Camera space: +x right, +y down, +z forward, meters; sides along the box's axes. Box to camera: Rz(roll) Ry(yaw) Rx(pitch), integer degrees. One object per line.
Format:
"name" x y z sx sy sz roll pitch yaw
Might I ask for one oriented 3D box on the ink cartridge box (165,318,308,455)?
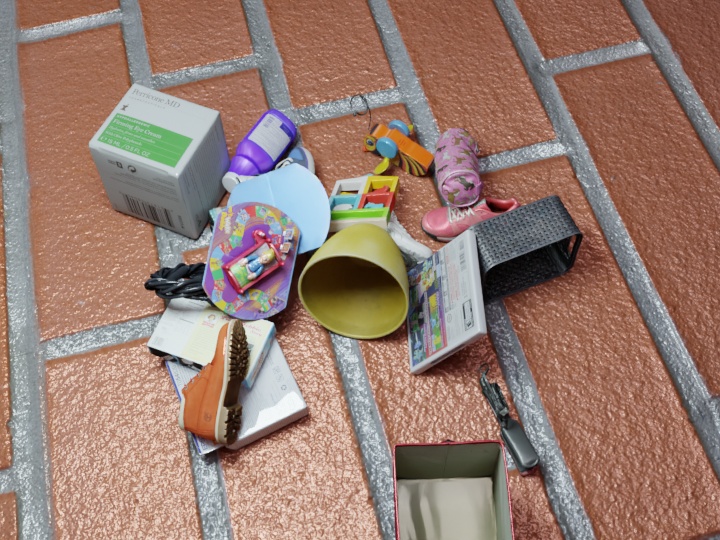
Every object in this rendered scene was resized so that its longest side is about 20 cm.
"ink cartridge box" -0.215 0.203 1.557 0.197 0.041 0.201 -22 60 -10

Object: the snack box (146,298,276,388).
"snack box" -0.258 0.119 1.565 0.197 0.037 0.117 17 61 14

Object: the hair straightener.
"hair straightener" 0.245 0.238 1.500 0.040 0.077 0.202 -16 59 -7

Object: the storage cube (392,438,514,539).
"storage cube" 0.135 0.375 1.361 0.167 0.181 0.203 -2 57 0

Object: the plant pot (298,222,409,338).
"plant pot" 0.000 0.000 1.600 0.196 0.202 0.143 9 44 7

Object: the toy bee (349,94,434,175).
"toy bee" 0.055 -0.262 1.811 0.130 0.109 0.202 -32 87 -26

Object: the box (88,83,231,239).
"box" -0.374 -0.208 1.718 0.196 0.201 0.173 19 58 13

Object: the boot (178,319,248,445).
"boot" -0.246 0.177 1.478 0.105 0.075 0.204 8 85 19

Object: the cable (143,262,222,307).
"cable" -0.292 0.018 1.601 0.197 0.052 0.163 2 19 -32

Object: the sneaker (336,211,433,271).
"sneaker" 0.057 -0.073 1.698 0.197 0.078 0.100 24 59 15

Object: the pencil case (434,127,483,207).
"pencil case" 0.189 -0.199 1.726 0.086 0.083 0.201 -36 24 24

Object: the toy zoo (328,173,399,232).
"toy zoo" 0.003 -0.136 1.722 0.129 0.021 0.201 -2 33 14

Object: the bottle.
"bottle" -0.205 -0.233 1.791 0.083 0.065 0.201 39 56 -11

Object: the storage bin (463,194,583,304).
"storage bin" 0.289 -0.038 1.632 0.197 0.136 0.095 -21 60 -11

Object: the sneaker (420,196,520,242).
"sneaker" 0.212 -0.110 1.708 0.196 0.087 0.075 -4 57 0

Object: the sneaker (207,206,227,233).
"sneaker" -0.216 -0.053 1.694 0.085 0.078 0.201 -23 61 -16

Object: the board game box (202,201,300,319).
"board game box" -0.181 -0.017 1.533 0.156 0.039 0.204 13 86 -23

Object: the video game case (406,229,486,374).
"video game case" 0.144 0.056 1.571 0.023 0.182 0.203 19 52 -32

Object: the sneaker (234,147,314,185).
"sneaker" -0.170 -0.176 1.725 0.145 0.080 0.203 24 56 -31

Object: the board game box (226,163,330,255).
"board game box" -0.146 -0.097 1.628 0.197 0.039 0.161 -18 81 10
